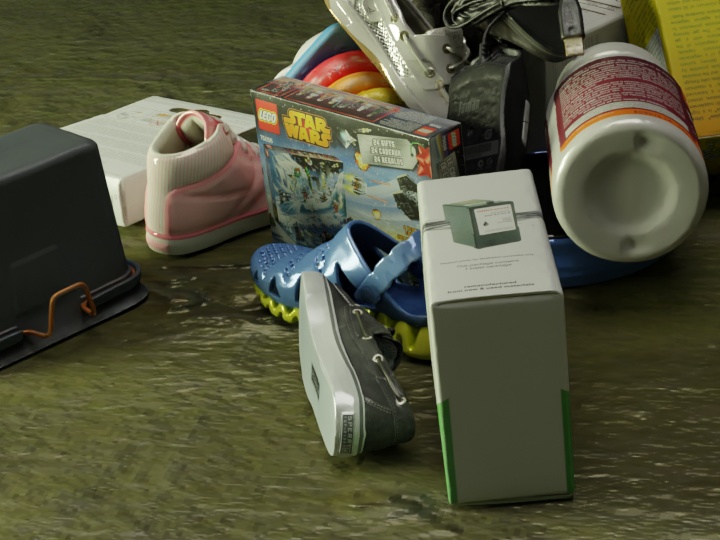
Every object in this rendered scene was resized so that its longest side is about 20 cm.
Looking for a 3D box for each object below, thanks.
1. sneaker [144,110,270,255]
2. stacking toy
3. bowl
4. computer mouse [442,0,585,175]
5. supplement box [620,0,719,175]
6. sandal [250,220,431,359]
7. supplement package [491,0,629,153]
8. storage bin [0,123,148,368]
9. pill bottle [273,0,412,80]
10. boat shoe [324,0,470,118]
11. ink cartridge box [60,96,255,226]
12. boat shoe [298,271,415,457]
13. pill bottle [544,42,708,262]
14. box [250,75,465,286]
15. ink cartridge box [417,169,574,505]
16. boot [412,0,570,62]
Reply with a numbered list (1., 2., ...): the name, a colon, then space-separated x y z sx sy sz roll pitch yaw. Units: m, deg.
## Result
1. sneaker: -0.101 -0.093 1.669 0.075 0.105 0.200 17 31 42
2. stacking toy: 0.018 -0.100 1.617 0.116 0.110 0.200 31 13 -42
3. bowl: 0.155 -0.046 1.591 0.199 0.040 0.201 -4 24 2
4. computer mouse: 0.123 -0.135 1.526 0.140 0.201 0.046 -16 -28 43
5. supplement box: 0.291 -0.190 1.658 0.109 0.201 0.109 -8 -15 -6
6. sandal: 0.000 0.000 1.469 0.199 0.087 0.079 11 31 35
7. supplement package: 0.185 -0.180 1.775 0.119 0.122 0.200 19 34 42
8. storage bin: -0.268 -0.020 1.509 0.200 0.135 0.145 -27 32 -37
9. pill bottle: 0.005 -0.181 1.831 0.108 0.109 0.200 11 29 32
10. boat shoe: 0.056 -0.172 1.611 0.069 0.200 0.071 -43 -6 18
11. ink cartridge box: -0.200 -0.102 1.789 0.162 0.057 0.200 14 23 37
12. boat shoe: -0.002 0.060 1.362 0.066 0.070 0.200 -2 24 -10
13. pill bottle: 0.198 -0.096 1.507 0.113 0.115 0.200 -3 25 5
14. box: 0.001 -0.066 1.548 0.040 0.138 0.199 -29 34 -36
15. ink cartridge box: 0.086 0.039 1.294 0.084 0.147 0.200 -6 24 2
16. boot: 0.099 -0.182 1.670 0.069 0.175 0.200 -24 52 -33
